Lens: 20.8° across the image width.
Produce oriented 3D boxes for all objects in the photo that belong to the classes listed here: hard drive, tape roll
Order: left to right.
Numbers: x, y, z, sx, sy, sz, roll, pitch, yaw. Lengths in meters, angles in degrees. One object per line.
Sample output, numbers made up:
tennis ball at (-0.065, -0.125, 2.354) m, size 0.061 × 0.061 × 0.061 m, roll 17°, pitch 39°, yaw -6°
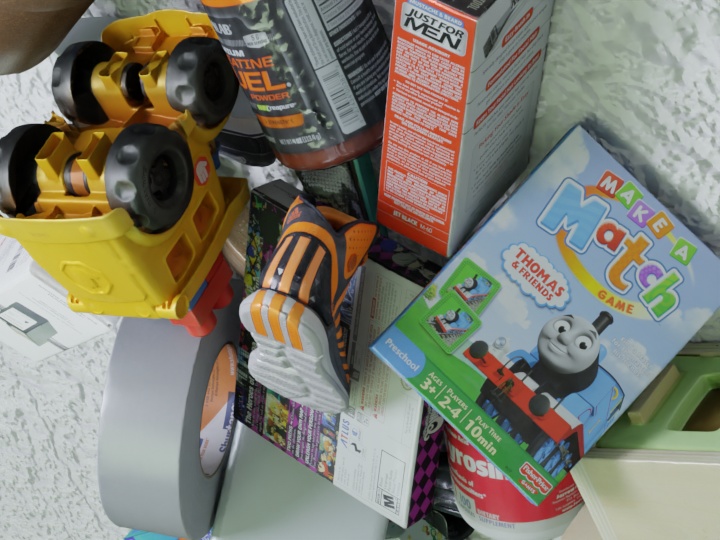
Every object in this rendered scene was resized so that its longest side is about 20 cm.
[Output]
tape roll at (-0.137, 0.101, 1.491) m, size 0.066 × 0.201 × 0.201 m, roll 9°, pitch 135°, yaw 10°
hard drive at (-0.035, 0.145, 1.518) m, size 0.131 × 0.201 × 0.026 m, roll 12°, pitch 172°, yaw 3°

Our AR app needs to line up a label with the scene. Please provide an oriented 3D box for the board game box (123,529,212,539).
board game box at (-0.094, 0.179, 1.652) m, size 0.045 × 0.152 × 0.200 m, roll 52°, pitch 143°, yaw -14°

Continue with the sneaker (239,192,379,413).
sneaker at (-0.024, 0.021, 1.320) m, size 0.077 × 0.112 × 0.200 m, roll 22°, pitch 159°, yaw 8°

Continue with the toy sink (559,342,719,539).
toy sink at (0.221, 0.125, 1.335) m, size 0.199 × 0.130 × 0.112 m, roll -2°, pitch 124°, yaw 44°

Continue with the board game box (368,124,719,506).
board game box at (0.127, 0.029, 1.283) m, size 0.151 × 0.200 × 0.037 m, roll 43°, pitch 176°, yaw 0°

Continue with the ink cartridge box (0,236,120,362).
ink cartridge box at (-0.224, -0.019, 1.549) m, size 0.084 × 0.146 × 0.200 m, roll 35°, pitch 157°, yaw -16°

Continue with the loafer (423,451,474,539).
loafer at (0.070, 0.181, 1.563) m, size 0.200 × 0.068 × 0.071 m, roll 2°, pitch 88°, yaw 39°

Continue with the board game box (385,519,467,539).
board game box at (0.055, 0.293, 1.701) m, size 0.147 × 0.064 × 0.200 m, roll -17°, pitch 115°, yaw 48°

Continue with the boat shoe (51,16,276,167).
boat shoe at (-0.147, -0.131, 1.476) m, size 0.199 × 0.072 × 0.068 m, roll 20°, pitch 136°, yaw 17°

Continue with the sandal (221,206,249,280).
sandal at (-0.022, 0.009, 1.490) m, size 0.211 × 0.078 × 0.070 m, roll 39°, pitch 139°, yaw 16°

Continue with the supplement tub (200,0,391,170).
supplement tub at (-0.047, -0.174, 1.308) m, size 0.107 × 0.107 × 0.201 m, roll 0°, pitch 125°, yaw 42°

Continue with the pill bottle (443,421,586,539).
pill bottle at (0.111, 0.089, 1.410) m, size 0.112 × 0.112 × 0.201 m, roll 14°, pitch 131°, yaw 32°

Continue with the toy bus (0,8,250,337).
toy bus at (-0.140, -0.055, 1.374) m, size 0.135 × 0.201 × 0.192 m, roll 1°, pitch 140°, yaw 35°

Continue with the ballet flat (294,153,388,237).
ballet flat at (0.000, 0.000, 1.435) m, size 0.072 × 0.072 × 0.201 m, roll -11°, pitch 102°, yaw 47°

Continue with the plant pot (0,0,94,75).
plant pot at (-0.250, -0.243, 1.372) m, size 0.200 × 0.200 × 0.198 m, roll 45°, pitch 151°, yaw -3°

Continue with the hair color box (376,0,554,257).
hair color box at (0.067, -0.121, 1.253) m, size 0.064 × 0.111 × 0.201 m, roll 27°, pitch 139°, yaw 19°

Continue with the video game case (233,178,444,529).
video game case at (-0.013, 0.059, 1.403) m, size 0.181 × 0.036 × 0.201 m, roll 28°, pitch 127°, yaw 33°
